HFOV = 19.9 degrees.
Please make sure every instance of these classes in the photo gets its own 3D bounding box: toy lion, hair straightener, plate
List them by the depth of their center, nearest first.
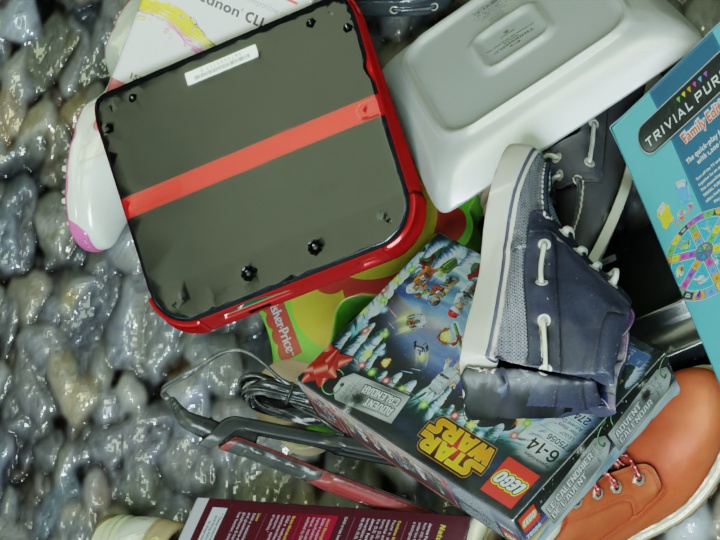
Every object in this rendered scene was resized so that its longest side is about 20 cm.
[{"bbox_3d":[-0.031,0.099,1.317,0.198,0.041,0.078,19,76,-5],"label":"hair straightener"},{"bbox_3d":[0.105,-0.145,1.363,0.199,0.032,0.200,-34,31,6],"label":"plate"},{"bbox_3d":[0.000,0.000,1.394,0.190,0.069,0.201,-24,61,6],"label":"toy lion"}]

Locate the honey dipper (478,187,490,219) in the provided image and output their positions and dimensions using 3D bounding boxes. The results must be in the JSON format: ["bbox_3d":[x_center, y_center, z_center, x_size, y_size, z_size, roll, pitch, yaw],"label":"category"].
[{"bbox_3d":[0.111,0.017,1.307,0.038,0.038,0.201,-24,48,14],"label":"honey dipper"}]

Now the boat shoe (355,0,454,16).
[{"bbox_3d":[-0.023,-0.200,1.474,0.198,0.063,0.075,-6,33,21],"label":"boat shoe"}]

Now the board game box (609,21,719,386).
[{"bbox_3d":[0.240,-0.040,1.207,0.151,0.047,0.201,-45,57,47],"label":"board game box"}]

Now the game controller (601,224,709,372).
[{"bbox_3d":[0.160,0.030,1.321,0.199,0.042,0.105,-23,47,14],"label":"game controller"}]

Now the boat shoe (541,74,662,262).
[{"bbox_3d":[0.139,-0.058,1.311,0.062,0.073,0.201,22,54,1],"label":"boat shoe"}]

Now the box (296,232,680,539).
[{"bbox_3d":[0.073,0.068,1.236,0.137,0.040,0.199,-46,45,-16],"label":"box"}]

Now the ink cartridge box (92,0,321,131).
[{"bbox_3d":[-0.091,-0.168,1.415,0.116,0.067,0.202,24,100,9],"label":"ink cartridge box"}]

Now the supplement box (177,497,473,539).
[{"bbox_3d":[-0.026,0.207,1.295,0.198,0.061,0.109,1,45,26],"label":"supplement box"}]

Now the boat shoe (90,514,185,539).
[{"bbox_3d":[-0.150,0.255,1.344,0.066,0.074,0.202,-8,66,28],"label":"boat shoe"}]

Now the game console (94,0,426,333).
[{"bbox_3d":[-0.067,-0.067,1.362,0.198,0.031,0.178,-21,76,12],"label":"game console"}]

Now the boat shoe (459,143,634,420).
[{"bbox_3d":[0.116,0.007,1.201,0.092,0.075,0.201,4,50,11],"label":"boat shoe"}]

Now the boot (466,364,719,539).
[{"bbox_3d":[0.148,0.125,1.242,0.200,0.107,0.075,-44,56,0],"label":"boot"}]

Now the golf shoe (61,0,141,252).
[{"bbox_3d":[-0.155,-0.107,1.499,0.091,0.075,0.202,9,75,24],"label":"golf shoe"}]
